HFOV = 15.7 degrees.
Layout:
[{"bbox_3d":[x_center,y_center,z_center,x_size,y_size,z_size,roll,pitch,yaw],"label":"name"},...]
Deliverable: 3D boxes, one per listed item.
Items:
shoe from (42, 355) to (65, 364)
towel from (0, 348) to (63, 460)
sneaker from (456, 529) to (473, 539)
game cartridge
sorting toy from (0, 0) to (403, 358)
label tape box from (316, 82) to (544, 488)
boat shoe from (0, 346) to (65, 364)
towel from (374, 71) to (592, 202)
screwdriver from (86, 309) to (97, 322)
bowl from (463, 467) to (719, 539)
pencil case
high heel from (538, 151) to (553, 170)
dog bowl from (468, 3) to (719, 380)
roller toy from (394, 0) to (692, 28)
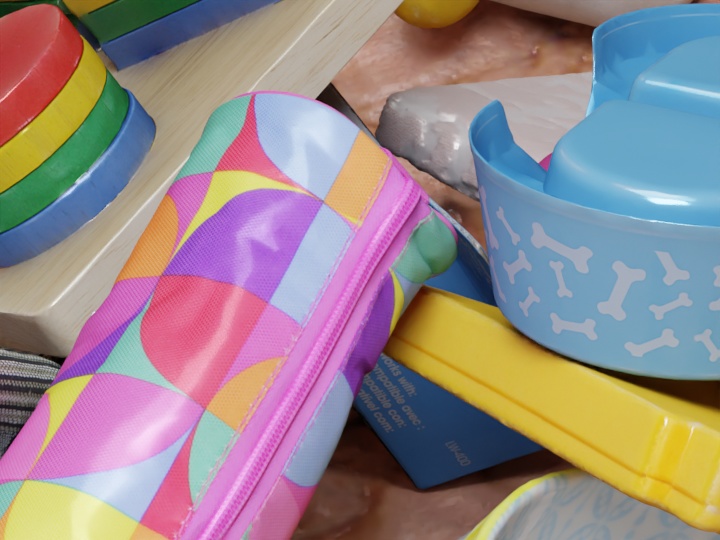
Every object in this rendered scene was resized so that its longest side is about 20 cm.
[{"bbox_3d":[-0.108,0.055,0.939,0.070,0.053,0.200,19,46,31],"label":"shoe"},{"bbox_3d":[-0.144,0.110,0.729,0.034,0.193,0.200,32,91,15],"label":"towel"},{"bbox_3d":[0.127,0.100,0.822,0.199,0.078,0.099,14,28,16],"label":"sneaker"},{"bbox_3d":[0.124,0.061,0.737,0.200,0.033,0.176,18,4,-26],"label":"game cartridge"},{"bbox_3d":[-0.094,-0.075,0.851,0.200,0.070,0.199,-49,28,-21],"label":"sorting toy"},{"bbox_3d":[0.000,0.000,0.905,0.063,0.144,0.200,-37,42,-1],"label":"label tape box"},{"bbox_3d":[-0.203,0.026,0.968,0.201,0.086,0.075,-17,39,-9],"label":"boat shoe"},{"bbox_3d":[0.135,-0.023,0.939,0.200,0.032,0.191,26,21,32],"label":"towel"},{"bbox_3d":[-0.093,0.102,0.770,0.028,0.200,0.029,-7,37,-38],"label":"screwdriver"},{"bbox_3d":[0.067,0.165,0.705,0.108,0.200,0.200,-40,23,34],"label":"bowl"},{"bbox_3d":[-0.045,0.047,0.700,0.088,0.088,0.200,12,59,25],"label":"pencil case"},{"bbox_3d":[0.123,0.000,0.775,0.200,0.096,0.068,26,83,28],"label":"high heel"},{"bbox_3d":[0.101,-0.025,0.733,0.111,0.050,0.200,13,24,22],"label":"dog bowl"},{"bbox_3d":[0.085,-0.201,1.120,0.139,0.201,0.182,18,16,30],"label":"roller toy"}]
